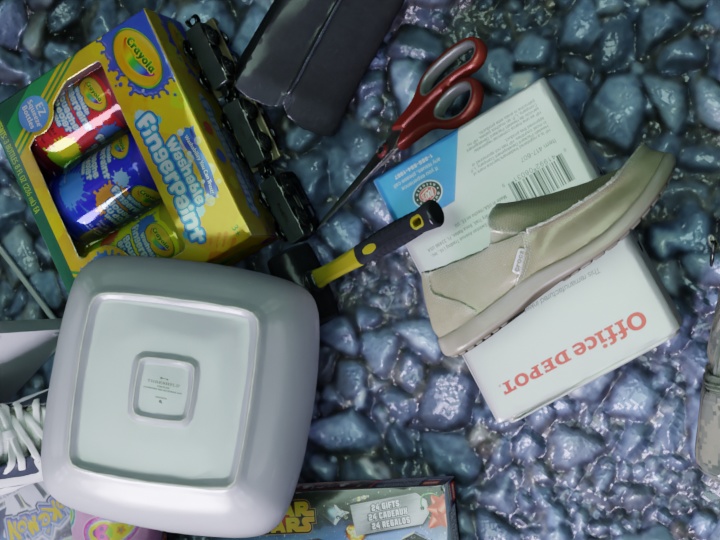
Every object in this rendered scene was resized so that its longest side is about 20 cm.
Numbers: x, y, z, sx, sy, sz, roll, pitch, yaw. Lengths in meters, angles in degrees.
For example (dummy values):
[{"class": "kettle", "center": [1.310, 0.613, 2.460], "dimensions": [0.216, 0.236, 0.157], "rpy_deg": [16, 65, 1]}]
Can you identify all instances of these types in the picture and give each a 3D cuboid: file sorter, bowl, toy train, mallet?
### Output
[{"class": "file sorter", "center": [-0.370, 0.074, 1.025], "dimensions": [0.200, 0.139, 0.125], "rpy_deg": [-45, 76, 13]}, {"class": "bowl", "center": [-0.134, 0.088, 0.895], "dimensions": [0.197, 0.075, 0.202], "rpy_deg": [8, 82, 3]}, {"class": "toy train", "center": [-0.086, -0.114, 0.980], "dimensions": [0.034, 0.046, 0.202], "rpy_deg": [-29, 84, 23]}, {"class": "mallet", "center": [0.000, 0.000, 0.910], "dimensions": [0.199, 0.041, 0.067], "rpy_deg": [-17, 93, 52]}]

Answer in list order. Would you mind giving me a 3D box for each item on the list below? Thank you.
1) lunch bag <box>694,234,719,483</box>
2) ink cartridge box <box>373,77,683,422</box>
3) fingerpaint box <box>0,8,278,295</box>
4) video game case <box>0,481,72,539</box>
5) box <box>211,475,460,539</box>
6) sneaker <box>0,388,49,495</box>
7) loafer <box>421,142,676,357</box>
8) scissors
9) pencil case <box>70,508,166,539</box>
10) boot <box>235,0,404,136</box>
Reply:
[{"class": "lunch bag", "center": [0.323, 0.057, 0.805], "dimensions": [0.197, 0.139, 0.170], "rpy_deg": [5, 93, 16]}, {"class": "ink cartridge box", "center": [0.123, -0.012, 0.895], "dimensions": [0.145, 0.084, 0.202], "rpy_deg": [-29, 83, 15]}, {"class": "fingerpaint box", "center": [-0.183, -0.078, 0.996], "dimensions": [0.166, 0.073, 0.202], "rpy_deg": [-27, 83, 16]}, {"class": "video game case", "center": [-0.260, 0.259, 1.052], "dimensions": [0.199, 0.022, 0.184], "rpy_deg": [-30, 82, 15]}, {"class": "box", "center": [-0.018, 0.237, 0.967], "dimensions": [0.197, 0.040, 0.139], "rpy_deg": [-5, 90, 17]}, {"class": "sneaker", "center": [-0.274, 0.132, 0.978], "dimensions": [0.197, 0.129, 0.080], "rpy_deg": [-16, 81, 18]}, {"class": "loafer", "center": [0.118, -0.022, 0.813], "dimensions": [0.199, 0.076, 0.069], "rpy_deg": [-39, 86, 13]}, {"class": "scissors", "center": [0.027, -0.103, 0.946], "dimensions": [0.199, 0.014, 0.074], "rpy_deg": [-36, 46, 38]}, {"class": "pencil case", "center": [-0.196, 0.248, 0.974], "dimensions": [0.086, 0.087, 0.203], "rpy_deg": [9, 98, 17]}, {"class": "boot", "center": [0.018, -0.185, 0.933], "dimensions": [0.164, 0.066, 0.201], "rpy_deg": [32, 106, -5]}]
